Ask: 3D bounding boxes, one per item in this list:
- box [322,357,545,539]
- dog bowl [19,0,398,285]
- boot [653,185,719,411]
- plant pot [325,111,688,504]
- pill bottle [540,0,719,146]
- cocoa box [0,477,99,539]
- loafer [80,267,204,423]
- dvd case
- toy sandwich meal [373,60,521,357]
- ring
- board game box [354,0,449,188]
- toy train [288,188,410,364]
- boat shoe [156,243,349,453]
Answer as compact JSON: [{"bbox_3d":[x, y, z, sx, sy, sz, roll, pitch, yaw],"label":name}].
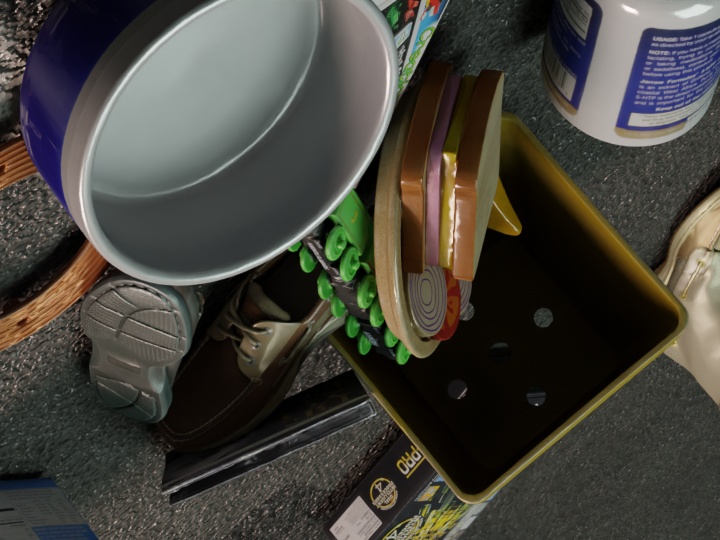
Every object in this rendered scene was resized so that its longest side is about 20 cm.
[{"bbox_3d":[0.078,0.155,2.213,0.200,0.049,0.161,-50,158,20],"label":"box"},{"bbox_3d":[-0.082,-0.094,1.457,0.199,0.079,0.201,-23,139,-22],"label":"dog bowl"},{"bbox_3d":[0.321,0.027,2.245,0.072,0.155,0.200,-19,149,-41],"label":"boot"},{"bbox_3d":[0.095,0.043,1.900,0.200,0.200,0.176,-39,166,-5],"label":"plant pot"},{"bbox_3d":[0.187,-0.183,1.718,0.119,0.120,0.200,-30,155,-23],"label":"pill bottle"},{"bbox_3d":[-0.263,0.251,1.770,0.200,0.131,0.133,-51,154,22],"label":"cocoa box"},{"bbox_3d":[-0.133,0.028,1.669,0.200,0.072,0.063,110,4,-63],"label":"loafer"},{"bbox_3d":[-0.065,0.111,1.820,0.148,0.016,0.200,-24,-175,-2],"label":"dvd case"},{"bbox_3d":[0.062,-0.041,1.729,0.205,0.070,0.206,3,90,-75],"label":"toy sandwich meal"},{"bbox_3d":[-0.204,-0.017,1.538,0.200,0.019,0.201,-34,155,-18],"label":"ring"},{"bbox_3d":[-0.023,-0.114,1.623,0.126,0.035,0.200,-19,148,-40],"label":"board game box"},{"bbox_3d":[0.000,0.000,1.727,0.057,0.042,0.200,-69,155,-19],"label":"toy train"},{"bbox_3d":[-0.066,0.035,1.781,0.200,0.076,0.072,-48,154,-7],"label":"boat shoe"}]
